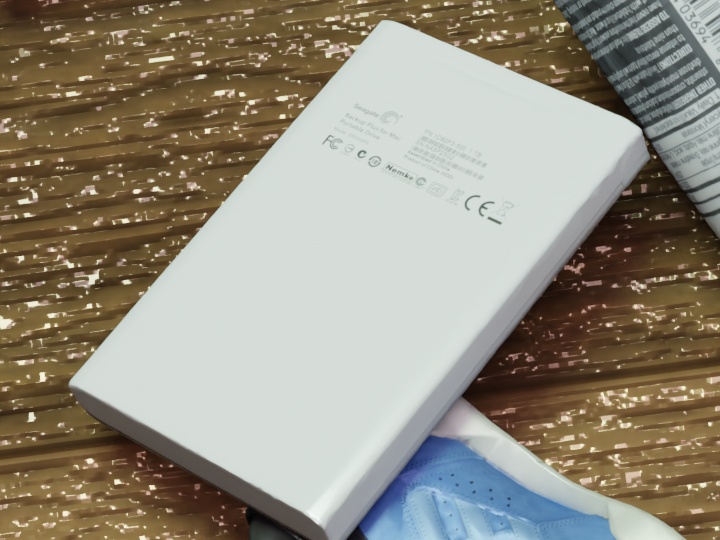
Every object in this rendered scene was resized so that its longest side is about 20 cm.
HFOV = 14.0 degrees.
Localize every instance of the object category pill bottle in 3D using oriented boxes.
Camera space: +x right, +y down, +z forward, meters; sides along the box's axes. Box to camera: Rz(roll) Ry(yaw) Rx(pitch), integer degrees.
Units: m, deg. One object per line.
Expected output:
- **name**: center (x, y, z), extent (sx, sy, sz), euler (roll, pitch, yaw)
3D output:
- **pill bottle**: center (0.161, -0.067, 1.111), extent (0.106, 0.106, 0.200), euler (-36, 93, -8)

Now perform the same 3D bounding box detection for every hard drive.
- **hard drive**: center (0.000, 0.000, 1.113), extent (0.132, 0.026, 0.200), euler (26, 66, 34)

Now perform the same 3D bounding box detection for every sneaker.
- **sneaker**: center (0.048, 0.124, 1.084), extent (0.200, 0.077, 0.111), euler (35, 72, 16)
